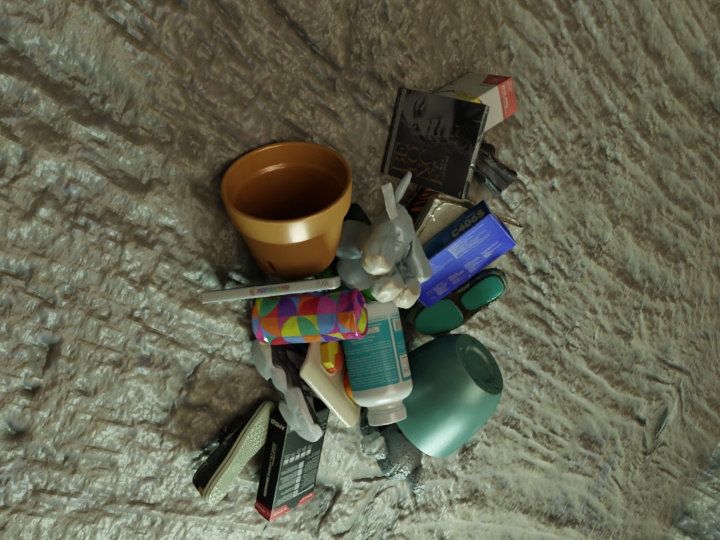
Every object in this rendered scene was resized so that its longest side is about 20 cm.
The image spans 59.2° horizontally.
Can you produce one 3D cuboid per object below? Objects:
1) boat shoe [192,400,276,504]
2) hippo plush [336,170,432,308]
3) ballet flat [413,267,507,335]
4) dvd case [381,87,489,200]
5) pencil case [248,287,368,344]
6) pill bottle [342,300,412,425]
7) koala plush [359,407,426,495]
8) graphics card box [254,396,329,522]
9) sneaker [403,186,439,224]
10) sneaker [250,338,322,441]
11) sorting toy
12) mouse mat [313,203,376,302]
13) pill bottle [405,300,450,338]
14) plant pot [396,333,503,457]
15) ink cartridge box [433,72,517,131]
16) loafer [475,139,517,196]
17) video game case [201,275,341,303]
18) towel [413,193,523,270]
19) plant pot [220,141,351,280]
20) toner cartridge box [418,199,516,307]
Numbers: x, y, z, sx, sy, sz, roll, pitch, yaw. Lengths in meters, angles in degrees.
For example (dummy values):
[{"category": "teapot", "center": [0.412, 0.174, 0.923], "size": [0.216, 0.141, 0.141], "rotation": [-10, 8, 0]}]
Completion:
[{"category": "boat shoe", "center": [-0.222, 0.310, 1.120], "size": [0.201, 0.061, 0.075], "rotation": [-53, 148, -25]}, {"category": "hippo plush", "center": [0.008, -0.032, 1.044], "size": [0.159, 0.158, 0.205], "rotation": [-34, 113, -50]}, {"category": "ballet flat", "center": [0.186, 0.057, 1.168], "size": [0.197, 0.076, 0.074], "rotation": [-29, 134, 28]}, {"category": "dvd case", "center": [0.119, -0.217, 1.068], "size": [0.016, 0.198, 0.153], "rotation": [0, 109, -42]}, {"category": "pencil case", "center": [-0.085, 0.072, 1.035], "size": [0.088, 0.194, 0.091], "rotation": [-2, 90, -74]}, {"category": "pill bottle", "center": [0.029, 0.159, 1.102], "size": [0.108, 0.110, 0.206], "rotation": [-7, 83, -33]}, {"category": "koala plush", "center": [0.075, 0.330, 1.231], "size": [0.177, 0.201, 0.184], "rotation": [40, 109, -12]}, {"category": "graphics card box", "center": [-0.127, 0.350, 1.191], "size": [0.124, 0.050, 0.205], "rotation": [-8, 115, -52]}, {"category": "sneaker", "center": [0.155, -0.130, 1.183], "size": [0.077, 0.111, 0.202], "rotation": [37, 85, -38]}, {"category": "sneaker", "center": [-0.100, 0.187, 1.110], "size": [0.113, 0.075, 0.203], "rotation": [-31, 89, -36]}, {"category": "sorting toy", "center": [-0.030, 0.148, 1.147], "size": [0.187, 0.036, 0.203], "rotation": [56, 36, -37]}, {"category": "mouse mat", "center": [0.000, 0.000, 1.166], "size": [0.163, 0.007, 0.201], "rotation": [-58, 132, -23]}, {"category": "pill bottle", "center": [0.178, 0.034, 1.264], "size": [0.115, 0.116, 0.203], "rotation": [32, 89, -39]}, {"category": "plant pot", "center": [0.167, 0.214, 1.176], "size": [0.198, 0.204, 0.161], "rotation": [19, 130, -38]}, {"category": "ink cartridge box", "center": [0.168, -0.280, 1.132], "size": [0.198, 0.116, 0.069], "rotation": [-34, 124, -21]}, {"category": "loafer", "center": [0.242, -0.222, 1.229], "size": [0.062, 0.073, 0.199], "rotation": [-31, 139, 19]}, {"category": "video game case", "center": [-0.130, 0.028, 0.975], "size": [0.194, 0.143, 0.019], "rotation": [-7, 90, 2]}, {"category": "towel", "center": [0.181, -0.060, 1.138], "size": [0.196, 0.035, 0.134], "rotation": [16, 126, -24]}, {"category": "plant pot", "center": [-0.106, -0.084, 0.979], "size": [0.197, 0.200, 0.142], "rotation": [-28, 139, -23]}, {"category": "toner cartridge box", "center": [0.165, -0.025, 1.112], "size": [0.198, 0.044, 0.095], "rotation": [-37, 127, 19]}]
